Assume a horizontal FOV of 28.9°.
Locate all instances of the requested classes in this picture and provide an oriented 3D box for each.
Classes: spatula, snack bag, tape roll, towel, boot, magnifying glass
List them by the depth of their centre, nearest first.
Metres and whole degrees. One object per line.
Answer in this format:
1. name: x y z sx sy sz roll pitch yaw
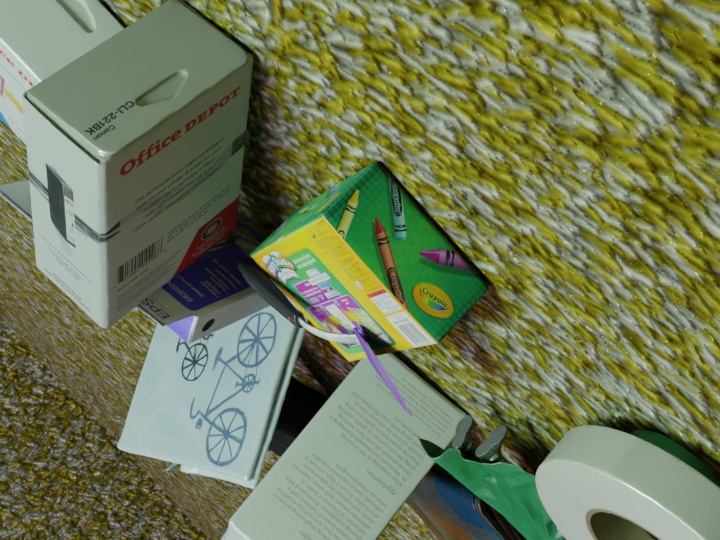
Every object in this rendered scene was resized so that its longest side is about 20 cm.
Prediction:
1. tape roll: 0.208 0.188 0.959 0.203 0.037 0.203 37 159 17
2. magnifying glass: 0.208 0.167 0.997 0.080 0.022 0.200 38 161 17
3. spatula: -0.031 0.042 1.049 0.200 0.021 0.057 33 161 36
4. snack bag: -0.136 0.095 1.273 0.199 0.189 0.021 2 161 44
5. towel: 0.101 0.248 1.401 0.147 0.022 0.200 53 161 -24
6. boot: -0.101 0.100 1.417 0.200 0.165 0.066 29 136 -25

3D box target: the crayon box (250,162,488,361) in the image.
1. crayon box: 0.000 0.000 1.021 0.119 0.058 0.200 48 162 -8

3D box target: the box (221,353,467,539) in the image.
1. box: -0.017 0.185 1.221 0.106 0.200 0.152 39 163 4

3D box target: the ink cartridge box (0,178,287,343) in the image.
1. ink cartridge box: -0.178 -0.021 1.169 0.198 0.200 0.043 37 119 19

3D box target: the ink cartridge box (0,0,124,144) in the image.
1. ink cartridge box: -0.262 -0.172 1.169 0.145 0.085 0.200 46 160 -2

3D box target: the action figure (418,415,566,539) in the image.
1. action figure: 0.146 0.195 1.136 0.200 0.055 0.118 48 161 -31

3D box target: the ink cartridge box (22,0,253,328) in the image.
1. ink cartridge box: -0.159 -0.075 1.006 0.084 0.144 0.200 39 148 17
